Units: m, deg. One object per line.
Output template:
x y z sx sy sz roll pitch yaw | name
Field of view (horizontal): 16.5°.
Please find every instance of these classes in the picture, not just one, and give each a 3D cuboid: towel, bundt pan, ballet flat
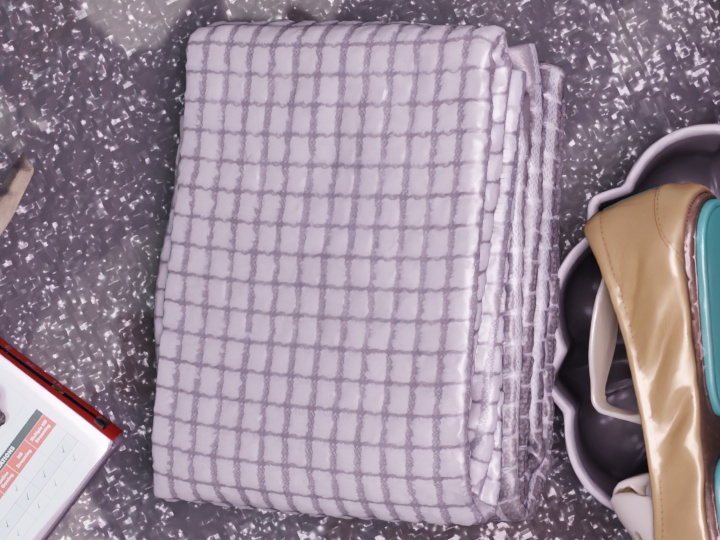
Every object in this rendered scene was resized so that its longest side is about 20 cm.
0.000 0.000 1.010 0.165 0.085 0.202 2 87 35 | towel
0.173 0.032 1.044 0.200 0.076 0.204 0 90 0 | bundt pan
0.126 0.067 0.985 0.063 0.069 0.202 -7 89 27 | ballet flat

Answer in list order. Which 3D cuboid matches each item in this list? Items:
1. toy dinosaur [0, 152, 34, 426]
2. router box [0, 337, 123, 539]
-0.197 0.043 1.008 0.199 0.047 0.088 -35 84 -3 | toy dinosaur
-0.230 0.096 1.054 0.179 0.049 0.200 38 90 -1 | router box
